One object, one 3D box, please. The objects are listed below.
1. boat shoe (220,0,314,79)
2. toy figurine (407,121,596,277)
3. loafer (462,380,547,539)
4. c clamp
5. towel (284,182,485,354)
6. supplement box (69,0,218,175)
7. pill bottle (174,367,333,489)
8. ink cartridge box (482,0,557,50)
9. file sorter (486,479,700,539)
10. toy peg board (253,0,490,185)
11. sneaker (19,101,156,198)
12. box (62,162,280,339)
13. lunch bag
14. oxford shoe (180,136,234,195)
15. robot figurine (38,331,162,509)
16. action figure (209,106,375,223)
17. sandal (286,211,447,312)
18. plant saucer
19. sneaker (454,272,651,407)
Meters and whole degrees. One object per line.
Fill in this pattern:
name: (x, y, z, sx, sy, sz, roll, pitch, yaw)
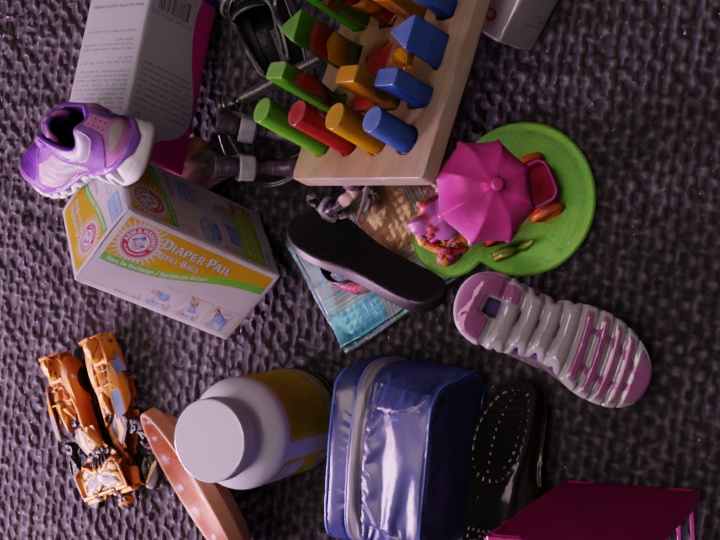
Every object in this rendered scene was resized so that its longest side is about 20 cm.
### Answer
boat shoe: (-0.118, -0.286, 1.462, 0.073, 0.068, 0.202, -25, 81, 28)
toy figurine: (0.104, -0.061, 1.274, 0.198, 0.184, 0.152, -25, 80, 21)
loafer: (0.148, 0.210, 1.350, 0.072, 0.071, 0.203, 7, 82, 48)
c clamp: (-0.072, -0.180, 1.422, 0.198, 0.027, 0.171, -30, 115, 17)
towel: (0.023, -0.023, 1.427, 0.199, 0.022, 0.148, -35, 77, 26)
supplement box: (-0.240, -0.213, 1.483, 0.102, 0.101, 0.203, 3, 79, 37)
pill bottle: (-0.106, 0.163, 1.405, 0.110, 0.199, 0.114, 0, 90, 24)
ink cartridge box: (0.140, -0.334, 1.307, 0.144, 0.084, 0.202, 35, 110, 22)
file sorter: (0.218, 0.279, 1.238, 0.137, 0.199, 0.128, -1, 96, 29)
toy peg board: (0.000, -0.190, 1.256, 0.198, 0.097, 0.203, 4, 74, 52)
sneaker: (-0.291, -0.128, 1.364, 0.199, 0.088, 0.082, -6, 65, 47)
box: (-0.199, -0.027, 1.434, 0.102, 0.199, 0.113, -47, 39, 23)
lunch bag: (0.036, 0.188, 1.368, 0.131, 0.135, 0.203, 10, 99, 28)
oxford shoe: (-0.212, -0.048, 1.530, 0.073, 0.071, 0.201, 39, 110, 17)
robot figurine: (-0.307, 0.184, 1.602, 0.144, 0.058, 0.203, -23, 82, 29)
action figure: (-0.051, -0.119, 1.390, 0.197, 0.069, 0.132, 9, 93, -4)
sandal: (0.000, 0.000, 1.392, 0.199, 0.075, 0.046, 30, 137, 28)
plant saucer: (-0.174, 0.235, 1.481, 0.032, 0.201, 0.201, -31, 73, -18)
sneaker: (0.183, 0.063, 1.308, 0.198, 0.088, 0.081, 26, 87, 3)
